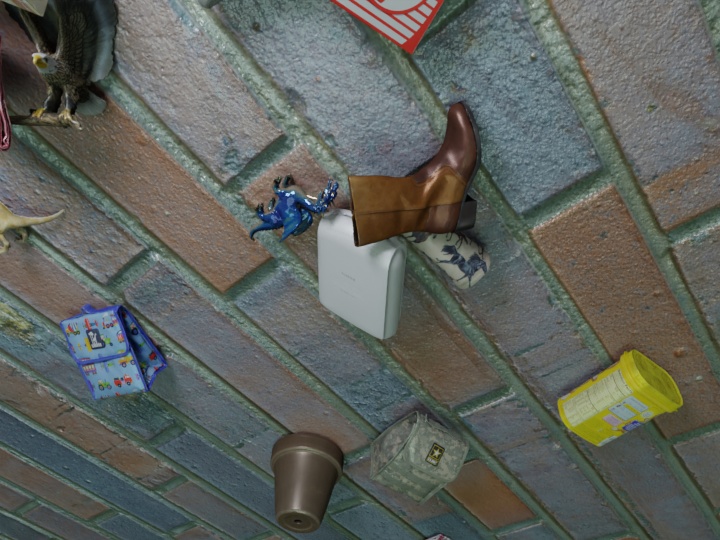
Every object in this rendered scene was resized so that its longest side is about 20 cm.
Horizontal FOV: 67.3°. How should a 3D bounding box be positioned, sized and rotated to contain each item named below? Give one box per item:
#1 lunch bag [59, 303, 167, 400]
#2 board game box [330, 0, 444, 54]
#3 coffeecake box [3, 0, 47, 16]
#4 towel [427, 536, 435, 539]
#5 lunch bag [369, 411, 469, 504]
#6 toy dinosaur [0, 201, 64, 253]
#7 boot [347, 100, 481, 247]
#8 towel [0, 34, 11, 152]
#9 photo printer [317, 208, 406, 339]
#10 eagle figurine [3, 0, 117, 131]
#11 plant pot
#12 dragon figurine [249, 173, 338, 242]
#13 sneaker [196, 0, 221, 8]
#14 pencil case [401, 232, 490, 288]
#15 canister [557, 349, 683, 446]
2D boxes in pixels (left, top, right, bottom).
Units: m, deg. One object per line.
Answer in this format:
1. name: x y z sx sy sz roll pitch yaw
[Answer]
1. lunch bag: -0.531 0.158 1.149 0.145 0.095 0.206 -11 115 16
2. board game box: 0.022 -0.378 0.631 0.195 0.047 0.153 19 123 -28
3. coffeecake box: -0.452 -0.418 0.619 0.193 0.073 0.159 19 89 -10
4. towel: 0.257 0.884 1.675 0.198 0.030 0.145 37 124 -22
5. lunch bag: 0.139 0.430 1.267 0.161 0.119 0.201 30 120 -17
6. toy dinosaur: -0.636 -0.085 0.969 0.192 0.059 0.103 14 128 -5
7. boot: 0.073 -0.140 0.788 0.192 0.069 0.195 -7 117 -13
8. towel: -0.534 -0.260 0.747 0.196 0.022 0.149 25 116 35
9. photo printer: 0.000 0.000 0.922 0.163 0.069 0.205 28 136 27
10. eagle figurine: -0.421 -0.302 0.747 0.148 0.148 0.208 -6 106 -42
11. plant pot: -0.143 0.540 1.346 0.192 0.178 0.205 4 131 4
12. dragon figurine: -0.117 -0.086 0.887 0.100 0.059 0.200 46 117 6
13. sneaker: -0.121 -0.372 0.668 0.194 0.076 0.083 -21 123 21
14. pencil case: 0.131 -0.049 0.904 0.198 0.090 0.079 37 96 -23
15. canister: 0.525 0.269 1.112 0.146 0.088 0.200 30 127 -18
